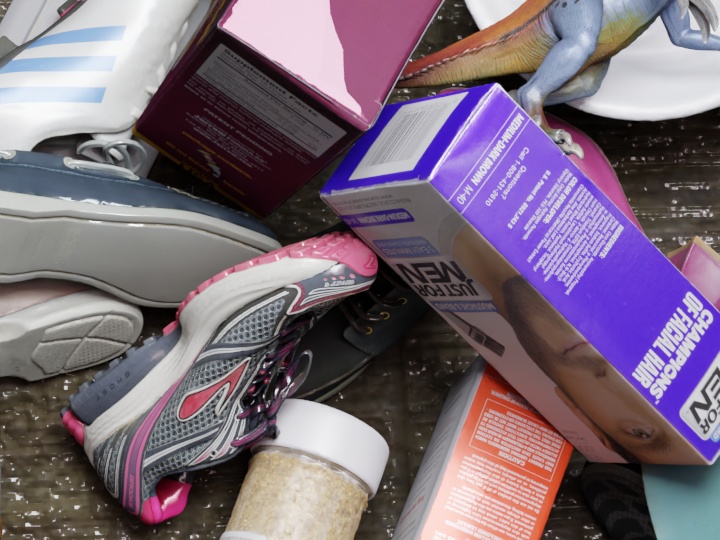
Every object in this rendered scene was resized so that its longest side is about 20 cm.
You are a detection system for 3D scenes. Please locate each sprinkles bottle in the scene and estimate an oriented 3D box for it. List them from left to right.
[{"bbox_3d":[-0.048,0.166,1.408,0.068,0.068,0.201,22,70,-3],"label":"sprinkles bottle"}]

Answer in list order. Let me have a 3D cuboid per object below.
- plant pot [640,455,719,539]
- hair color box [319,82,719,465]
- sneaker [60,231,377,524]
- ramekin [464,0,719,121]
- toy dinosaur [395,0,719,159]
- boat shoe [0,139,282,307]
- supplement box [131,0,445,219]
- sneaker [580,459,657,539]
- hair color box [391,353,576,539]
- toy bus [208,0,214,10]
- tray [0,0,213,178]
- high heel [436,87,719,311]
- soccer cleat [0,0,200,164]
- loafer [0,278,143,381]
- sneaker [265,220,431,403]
[{"bbox_3d":[0.260,0.107,1.389,0.200,0.160,0.202,36,39,-35],"label":"plant pot"},{"bbox_3d":[0.086,0.006,1.327,0.200,0.109,0.065,43,70,-20],"label":"hair color box"},{"bbox_3d":[-0.058,0.048,1.396,0.080,0.200,0.075,-16,69,-54],"label":"sneaker"},{"bbox_3d":[0.147,-0.182,1.458,0.199,0.098,0.202,1,100,6],"label":"ramekin"},{"bbox_3d":[0.125,-0.141,1.378,0.199,0.105,0.182,25,83,11],"label":"toy dinosaur"},{"bbox_3d":[-0.132,-0.026,1.406,0.199,0.075,0.062,4,48,-24],"label":"boat shoe"},{"bbox_3d":[-0.030,-0.109,1.361,0.085,0.200,0.111,33,72,-7],"label":"supplement box"},{"bbox_3d":[0.162,0.181,1.441,0.087,0.074,0.201,-30,84,-25],"label":"sneaker"},{"bbox_3d":[0.047,0.144,1.417,0.061,0.102,0.201,24,70,-3],"label":"hair color box"},{"bbox_3d":[-0.035,-0.147,1.511,0.078,0.065,0.201,22,72,-9],"label":"toy bus"},{"bbox_3d":[-0.129,-0.141,1.519,0.107,0.022,0.201,25,69,-1],"label":"tray"},{"bbox_3d":[0.105,-0.011,1.499,0.200,0.067,0.096,39,58,-11],"label":"high heel"},{"bbox_3d":[-0.127,-0.108,1.467,0.200,0.070,0.087,-39,93,-15],"label":"soccer cleat"},{"bbox_3d":[-0.211,0.026,1.431,0.199,0.072,0.063,-9,57,-20],"label":"loafer"},{"bbox_3d":[0.000,0.000,1.433,0.200,0.106,0.075,-39,84,0],"label":"sneaker"}]
